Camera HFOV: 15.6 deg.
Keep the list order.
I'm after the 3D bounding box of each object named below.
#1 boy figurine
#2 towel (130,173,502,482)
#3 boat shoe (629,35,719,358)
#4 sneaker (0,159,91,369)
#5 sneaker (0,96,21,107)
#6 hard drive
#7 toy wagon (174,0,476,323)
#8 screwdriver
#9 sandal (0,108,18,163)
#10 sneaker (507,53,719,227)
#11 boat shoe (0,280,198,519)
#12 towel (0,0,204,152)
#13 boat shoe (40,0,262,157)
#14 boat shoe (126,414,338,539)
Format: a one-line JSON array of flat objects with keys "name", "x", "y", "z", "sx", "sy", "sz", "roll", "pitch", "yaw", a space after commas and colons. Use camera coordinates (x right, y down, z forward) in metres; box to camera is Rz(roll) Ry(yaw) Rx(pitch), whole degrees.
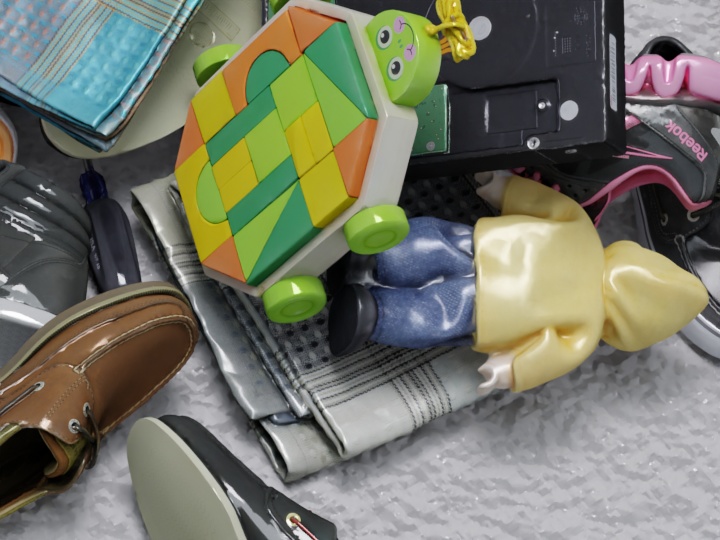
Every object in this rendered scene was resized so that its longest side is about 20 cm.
[{"name": "boy figurine", "x": 0.084, "y": 0.005, "z": 1.387, "sx": 0.199, "sy": 0.064, "sz": 0.125, "roll": 0, "pitch": 70, "yaw": -17}, {"name": "towel", "x": 0.000, "y": 0.000, "z": 1.422, "sx": 0.199, "sy": 0.035, "sz": 0.193, "roll": -23, "pitch": 70, "yaw": -23}, {"name": "boat shoe", "x": 0.192, "y": -0.046, "z": 1.480, "sx": 0.070, "sy": 0.066, "sz": 0.201, "roll": -4, "pitch": 57, "yaw": -13}, {"name": "sneaker", "x": -0.232, "y": -0.019, "z": 1.382, "sx": 0.199, "sy": 0.071, "sz": 0.099, "roll": 18, "pitch": 53, "yaw": -6}, {"name": "sneaker", "x": -0.269, "y": -0.119, "z": 1.454, "sx": 0.199, "sy": 0.072, "sz": 0.083, "roll": 24, "pitch": 78, "yaw": 8}, {"name": "hard drive", "x": 0.042, "y": -0.119, "z": 1.384, "sx": 0.199, "sy": 0.038, "sz": 0.140, "roll": -7, "pitch": 76, "yaw": 25}, {"name": "toy wagon", "x": -0.021, "y": -0.076, "z": 1.337, "sx": 0.039, "sy": 0.200, "sz": 0.156, "roll": 7, "pitch": 55, "yaw": -42}, {"name": "screwdriver", "x": -0.153, "y": -0.065, "z": 1.454, "sx": 0.028, "sy": 0.029, "sz": 0.201, "roll": -8, "pitch": 56, "yaw": -16}, {"name": "sandal", "x": -0.284, "y": -0.077, "z": 1.394, "sx": 0.206, "sy": 0.079, "sz": 0.059, "roll": 7, "pitch": 16, "yaw": -8}, {"name": "sneaker", "x": 0.105, "y": -0.069, "z": 1.427, "sx": 0.199, "sy": 0.079, "sz": 0.096, "roll": 1, "pitch": 88, "yaw": 9}, {"name": "boat shoe", "x": -0.157, "y": 0.081, "z": 1.318, "sx": 0.200, "sy": 0.072, "sz": 0.068, "roll": -34, "pitch": 43, "yaw": -16}, {"name": "towel", "x": -0.141, "y": -0.176, "z": 1.407, "sx": 0.146, "sy": 0.022, "sz": 0.200, "roll": 28, "pitch": 76, "yaw": 19}, {"name": "boat shoe", "x": -0.104, "y": -0.128, "z": 1.456, "sx": 0.074, "sy": 0.063, "sz": 0.201, "roll": 48, "pitch": 64, "yaw": -11}, {"name": "boat shoe", "x": -0.043, "y": 0.148, "z": 1.305, "sx": 0.063, "sy": 0.074, "sz": 0.201, "roll": -25, "pitch": 64, "yaw": -37}]
